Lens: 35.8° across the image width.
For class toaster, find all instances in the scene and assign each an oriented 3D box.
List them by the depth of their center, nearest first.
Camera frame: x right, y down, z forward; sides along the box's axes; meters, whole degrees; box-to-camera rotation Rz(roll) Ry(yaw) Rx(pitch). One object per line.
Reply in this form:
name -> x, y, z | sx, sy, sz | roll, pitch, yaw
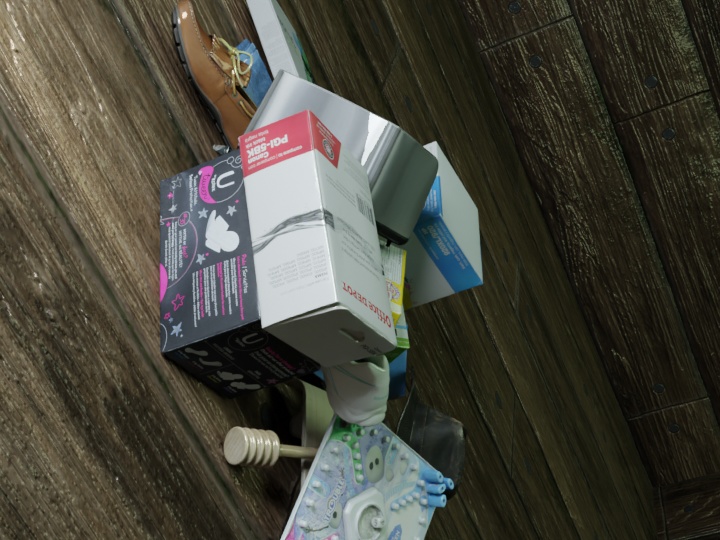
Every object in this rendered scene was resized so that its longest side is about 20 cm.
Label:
toaster -> -0.029, -0.126, 1.263 | 0.120, 0.179, 0.200 | -63, 156, 2

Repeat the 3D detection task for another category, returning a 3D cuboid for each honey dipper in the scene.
honey dipper -> -0.054, 0.191, 1.153 | 0.199, 0.038, 0.038 | 17, 55, -43

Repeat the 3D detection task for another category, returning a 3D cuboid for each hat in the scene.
hat -> 0.087, 0.220, 1.332 | 0.201, 0.080, 0.204 | 6, 90, -80

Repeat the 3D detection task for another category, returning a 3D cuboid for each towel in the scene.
towel -> -0.120, -0.183, 1.396 | 0.112, 0.048, 0.202 | -66, 135, -63

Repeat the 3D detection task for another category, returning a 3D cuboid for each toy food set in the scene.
toy food set -> -0.032, 0.230, 1.233 | 0.143, 0.060, 0.202 | 29, 49, -40

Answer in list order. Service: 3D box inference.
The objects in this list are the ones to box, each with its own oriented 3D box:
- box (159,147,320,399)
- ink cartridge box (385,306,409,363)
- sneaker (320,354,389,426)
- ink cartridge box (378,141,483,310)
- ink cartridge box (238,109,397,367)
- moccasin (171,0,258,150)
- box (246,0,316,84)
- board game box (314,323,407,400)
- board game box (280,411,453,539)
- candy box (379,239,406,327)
box -> -0.120, 0.003, 1.121 | 0.132, 0.113, 0.202 | 45, 32, -52
ink cartridge box -> -0.033, 0.009, 1.325 | 0.146, 0.076, 0.203 | 10, 58, -29
sneaker -> -0.032, 0.068, 1.160 | 0.070, 0.081, 0.200 | -18, 49, -38
ink cartridge box -> 0.046, -0.047, 1.509 | 0.145, 0.198, 0.149 | 52, 27, -40
ink cartridge box -> -0.041, -0.025, 1.065 | 0.147, 0.082, 0.203 | 41, 36, -59
moccasin -> -0.152, -0.219, 1.272 | 0.203, 0.077, 0.074 | 62, 3, -27
box -> -0.092, -0.273, 1.503 | 0.144, 0.036, 0.202 | 51, 18, -62
board game box -> -0.020, 0.093, 1.381 | 0.156, 0.039, 0.201 | 23, 35, -13
board game box -> 0.010, 0.267, 1.178 | 0.200, 0.026, 0.202 | 44, 59, -37
candy box -> 0.000, 0.000, 1.254 | 0.101, 0.027, 0.200 | 25, 20, -5
